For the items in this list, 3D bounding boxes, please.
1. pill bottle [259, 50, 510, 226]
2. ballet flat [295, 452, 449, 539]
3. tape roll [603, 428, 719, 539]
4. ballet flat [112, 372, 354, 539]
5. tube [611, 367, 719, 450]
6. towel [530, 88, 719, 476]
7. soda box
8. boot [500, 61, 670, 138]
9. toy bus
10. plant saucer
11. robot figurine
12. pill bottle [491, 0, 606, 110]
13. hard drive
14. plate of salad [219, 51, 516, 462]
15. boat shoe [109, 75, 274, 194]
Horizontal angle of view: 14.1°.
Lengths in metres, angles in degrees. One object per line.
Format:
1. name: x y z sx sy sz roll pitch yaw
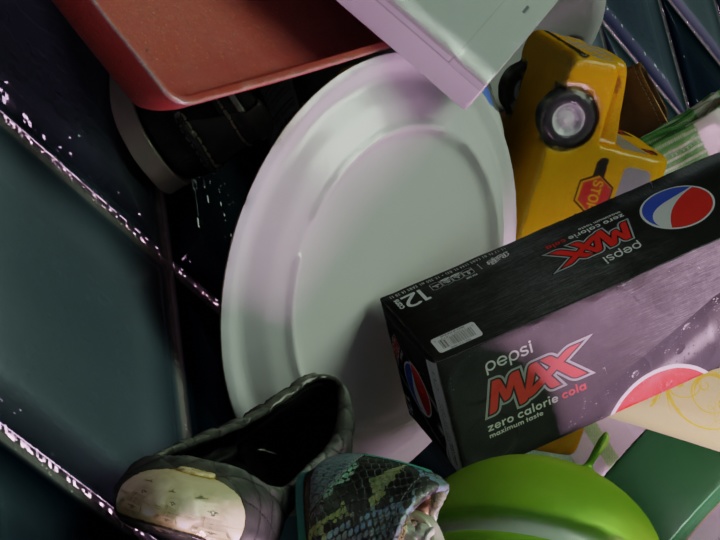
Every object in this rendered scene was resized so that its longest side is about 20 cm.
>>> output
1. pill bottle: 0.006 -0.089 1.423 0.114 0.114 0.200 33 35 -55
2. ballet flat: 0.013 0.169 1.101 0.074 0.074 0.200 3 83 -68
3. tape roll: 0.175 0.113 1.473 0.048 0.200 0.200 44 14 18
4. ballet flat: -0.050 0.075 1.140 0.200 0.066 0.057 -21 130 -77
5. tube: 0.168 0.055 1.350 0.200 0.052 0.058 22 52 3
6. towel: 0.141 0.017 1.512 0.153 0.200 0.023 57 2 -15
7. soda box: 0.115 0.014 1.281 0.063 0.200 0.071 -130 -159 -55
8. boot: 0.129 -0.001 1.556 0.200 0.155 0.077 60 10 -6
9. toy bus: 0.095 -0.014 1.450 0.078 0.200 0.065 12 14 -21
10. plant saucer: -0.084 -0.152 1.259 0.200 0.037 0.200 52 36 13
11. robot figurine: 0.062 0.165 1.201 0.116 0.175 0.200 29 58 -26
12. pill bottle: 0.039 -0.182 1.573 0.109 0.109 0.200 39 9 -50
13. hard drive: -0.002 -0.168 1.302 0.200 0.026 0.132 41 35 -1
14. plate of salad: 0.000 0.000 1.291 0.200 0.048 0.200 -22 119 -46
15. boat shoe: -0.077 -0.124 1.329 0.072 0.068 0.200 42 27 -43
